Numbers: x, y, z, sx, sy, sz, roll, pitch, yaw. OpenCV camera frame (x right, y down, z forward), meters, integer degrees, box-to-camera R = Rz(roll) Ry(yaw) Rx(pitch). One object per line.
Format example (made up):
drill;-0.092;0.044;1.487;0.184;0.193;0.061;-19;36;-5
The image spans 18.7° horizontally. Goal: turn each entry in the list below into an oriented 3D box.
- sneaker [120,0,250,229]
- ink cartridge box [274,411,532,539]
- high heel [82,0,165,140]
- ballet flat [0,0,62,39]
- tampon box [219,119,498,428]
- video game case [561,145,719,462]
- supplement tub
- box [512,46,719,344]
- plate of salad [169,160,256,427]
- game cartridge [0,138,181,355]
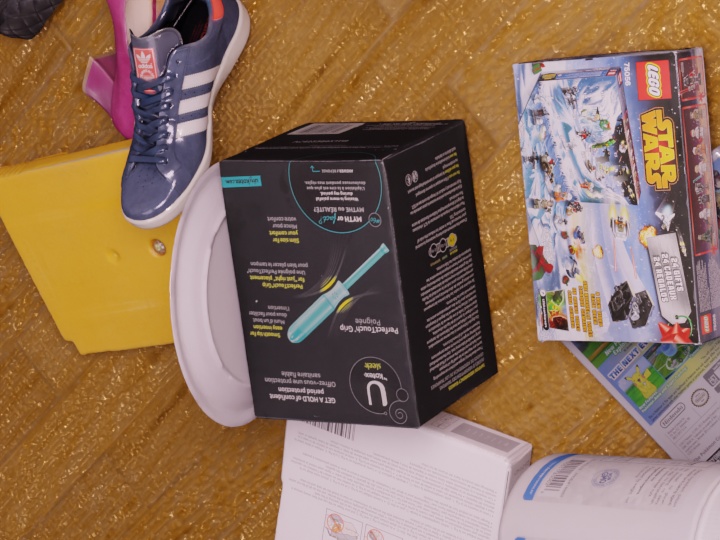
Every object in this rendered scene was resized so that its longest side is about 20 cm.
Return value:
sneaker;-0.149;-0.133;1.635;0.075;0.084;0.201;3;68;31
ink cartridge box;0.028;0.189;1.712;0.199;0.045;0.177;19;114;27
high heel;-0.160;-0.187;1.690;0.096;0.067;0.201;39;126;23
ballet flat;-0.227;-0.251;1.738;0.200;0.057;0.067;-31;56;32
tampon box;0.000;0.000;1.617;0.149;0.126;0.201;2;107;32
video game case;0.255;0.042;1.533;0.182;0.022;0.200;47;125;11
supplement tub;0.207;0.197;1.528;0.199;0.132;0.133;0;106;45
box;0.180;-0.051;1.517;0.136;0.040;0.201;1;99;40
plate of salad;-0.102;0.017;1.642;0.048;0.200;0.201;-1;105;26
game cartridge;-0.193;-0.019;1.771;0.199;0.032;0.177;-7;117;37
